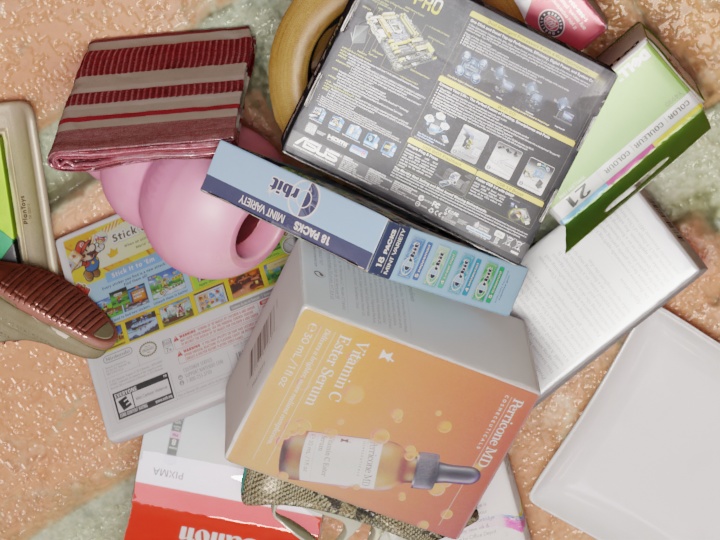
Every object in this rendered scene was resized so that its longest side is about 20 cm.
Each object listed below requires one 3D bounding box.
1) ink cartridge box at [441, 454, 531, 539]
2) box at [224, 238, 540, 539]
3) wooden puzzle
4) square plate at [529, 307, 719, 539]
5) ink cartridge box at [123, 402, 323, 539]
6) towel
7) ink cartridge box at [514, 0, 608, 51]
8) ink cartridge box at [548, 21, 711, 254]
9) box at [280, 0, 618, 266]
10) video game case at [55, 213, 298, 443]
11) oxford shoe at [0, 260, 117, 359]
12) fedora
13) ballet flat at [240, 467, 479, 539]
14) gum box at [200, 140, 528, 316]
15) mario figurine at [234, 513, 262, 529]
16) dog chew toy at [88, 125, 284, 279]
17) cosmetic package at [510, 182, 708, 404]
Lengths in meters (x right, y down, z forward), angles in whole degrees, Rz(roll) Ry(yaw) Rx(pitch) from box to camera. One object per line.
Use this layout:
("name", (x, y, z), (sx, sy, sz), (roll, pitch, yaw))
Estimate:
("ink cartridge box", (0.076, 0.199, 1.790), (0.116, 0.067, 0.201), (-14, 103, 8))
("box", (0.014, 0.092, 1.643), (0.199, 0.107, 0.153), (20, 116, -14))
("wooden puzzle", (-0.355, -0.040, 1.783), (0.199, 0.037, 0.186), (-5, 103, 8))
("square plate", (0.273, 0.156, 1.784), (0.197, 0.028, 0.201), (30, 104, -3))
("ink cartridge box", (-0.103, 0.165, 1.745), (0.161, 0.201, 0.057), (10, 143, 2))
("towel", (-0.158, -0.135, 1.667), (0.143, 0.200, 0.023), (-4, 121, 5))
("ink cartridge box", (0.075, -0.187, 1.690), (0.200, 0.083, 0.145), (-39, 97, 13))
("ink cartridge box", (0.188, -0.105, 1.640), (0.148, 0.200, 0.076), (-40, 97, 12))
("box", (0.063, -0.118, 1.559), (0.199, 0.049, 0.162), (25, 103, -8))
("video game case", (-0.138, 0.022, 1.744), (0.199, 0.023, 0.183), (-22, 72, 12))
("oxford shoe", (-0.292, 0.034, 1.749), (0.199, 0.071, 0.074), (25, 111, 12))
("fedora", (0.029, -0.154, 1.617), (0.199, 0.082, 0.202), (-1, 103, -3))
("ballet flat", (-0.005, 0.192, 1.709), (0.199, 0.068, 0.076), (19, 94, -18))
("gum box", (0.005, -0.031, 1.595), (0.169, 0.200, 0.045), (27, 96, 36))
("mario figurine", (-0.069, 0.264, 1.794), (0.105, 0.123, 0.201), (-13, 107, 27))
("dog chew toy", (-0.149, -0.079, 1.699), (0.200, 0.124, 0.125), (34, 106, 29))
("cosmetic package", (0.171, 0.023, 1.728), (0.200, 0.071, 0.102), (-39, 81, 12))
